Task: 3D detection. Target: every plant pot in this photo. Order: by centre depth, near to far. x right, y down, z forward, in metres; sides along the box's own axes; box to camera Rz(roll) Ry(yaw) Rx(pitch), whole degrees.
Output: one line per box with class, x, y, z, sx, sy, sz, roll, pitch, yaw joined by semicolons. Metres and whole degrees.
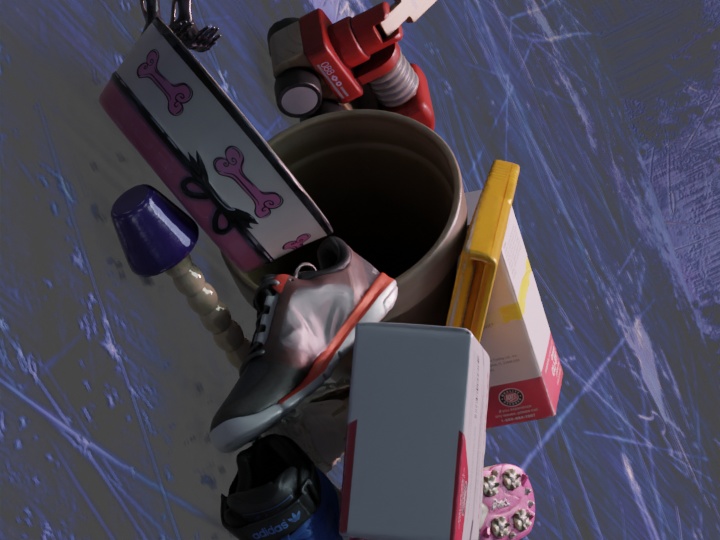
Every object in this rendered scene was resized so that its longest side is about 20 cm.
plant pot;0.000;0.000;1.572;0.174;0.198;0.201;71;6;-50

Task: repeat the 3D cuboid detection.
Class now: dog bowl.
dog bowl;-0.110;-0.083;1.402;0.201;0.074;0.200;51;-2;2

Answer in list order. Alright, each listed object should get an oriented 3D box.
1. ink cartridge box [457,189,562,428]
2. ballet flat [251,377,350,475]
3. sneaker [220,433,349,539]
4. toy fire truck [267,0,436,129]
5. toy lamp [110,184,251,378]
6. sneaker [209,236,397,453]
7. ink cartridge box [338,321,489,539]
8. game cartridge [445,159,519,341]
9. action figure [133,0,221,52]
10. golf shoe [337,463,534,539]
ink cartridge box;0.085;0.038;1.741;0.084;0.144;0.202;-65;140;-59
ballet flat;-0.027;0.116;1.490;0.072;0.071;0.200;64;16;-3
sneaker;-0.045;0.197;1.295;0.111;0.076;0.201;53;20;-39
toy fire truck;0.028;-0.207;1.888;0.176;0.199;0.129;49;23;-43
toy lamp;-0.111;0.024;1.379;0.201;0.058;0.058;58;17;-29
sneaker;-0.056;0.048;1.365;0.082;0.077;0.200;47;48;-4
ink cartridge box;0.042;0.119;1.372;0.200;0.082;0.147;46;48;-80
game cartridge;0.091;0.026;1.567;0.200;0.032;0.178;-63;166;-64
action figure;-0.166;-0.273;1.555;0.119;0.101;0.202;-1;68;-60
golf shoe;0.042;0.196;1.533;0.198;0.091;0.076;1;81;-34
